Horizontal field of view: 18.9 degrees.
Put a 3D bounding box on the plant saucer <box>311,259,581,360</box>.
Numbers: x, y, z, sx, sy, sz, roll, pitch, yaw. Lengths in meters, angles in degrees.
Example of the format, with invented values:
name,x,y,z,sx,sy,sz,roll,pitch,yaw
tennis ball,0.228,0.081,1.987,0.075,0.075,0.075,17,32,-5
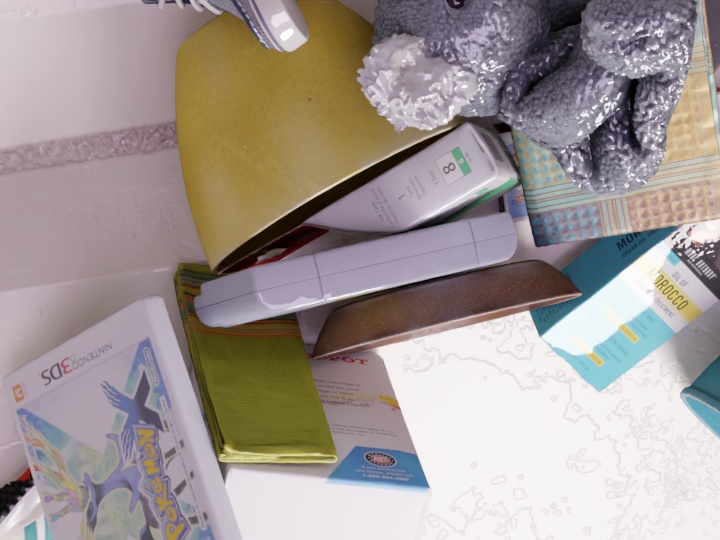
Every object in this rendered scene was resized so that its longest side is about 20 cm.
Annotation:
name,x,y,z,sx,sy,sz,roll,pitch,yaw
plant saucer,0.058,0.026,1.545,0.198,0.200,0.035,-12,86,-5

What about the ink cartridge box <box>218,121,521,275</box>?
name,x,y,z,sx,sy,sz,roll,pitch,yaw
ink cartridge box,0.012,-0.032,1.504,0.199,0.161,0.050,-32,86,10

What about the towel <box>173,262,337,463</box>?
name,x,y,z,sx,sy,sz,roll,pitch,yaw
towel,-0.075,0.062,1.516,0.085,0.201,0.018,1,127,-16

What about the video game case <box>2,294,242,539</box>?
name,x,y,z,sx,sy,sz,roll,pitch,yaw
video game case,-0.165,0.140,1.494,0.022,0.182,0.202,-11,78,-45

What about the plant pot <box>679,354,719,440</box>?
name,x,y,z,sx,sy,sz,roll,pitch,yaw
plant pot,0.374,0.082,1.626,0.200,0.200,0.188,40,87,-23

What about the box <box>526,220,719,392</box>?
name,x,y,z,sx,sy,sz,roll,pitch,yaw
box,0.226,-0.002,1.611,0.200,0.049,0.082,-39,124,15

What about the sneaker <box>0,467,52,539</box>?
name,x,y,z,sx,sy,sz,roll,pitch,yaw
sneaker,-0.224,0.188,1.615,0.093,0.070,0.200,42,98,-18

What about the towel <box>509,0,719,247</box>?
name,x,y,z,sx,sy,sz,roll,pitch,yaw
towel,0.172,-0.117,1.486,0.145,0.022,0.201,-8,117,11

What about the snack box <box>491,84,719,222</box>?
name,x,y,z,sx,sy,sz,roll,pitch,yaw
snack box,0.198,-0.088,1.597,0.198,0.024,0.072,-10,114,-6

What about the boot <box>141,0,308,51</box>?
name,x,y,z,sx,sy,sz,roll,pitch,yaw
boot,-0.103,-0.189,1.403,0.090,0.201,0.073,-32,134,4

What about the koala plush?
name,x,y,z,sx,sy,sz,roll,pitch,yaw
koala plush,0.098,-0.141,1.378,0.198,0.178,0.185,6,129,-2

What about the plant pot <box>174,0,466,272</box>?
name,x,y,z,sx,sy,sz,roll,pitch,yaw
plant pot,-0.047,-0.110,1.466,0.199,0.200,0.143,-30,87,3

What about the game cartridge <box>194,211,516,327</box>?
name,x,y,z,sx,sy,sz,roll,pitch,yaw
game cartridge,0.000,0.000,1.462,0.199,0.133,0.041,-13,85,-25

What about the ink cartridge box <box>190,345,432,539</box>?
name,x,y,z,sx,sy,sz,roll,pitch,yaw
ink cartridge box,-0.050,0.160,1.564,0.145,0.200,0.147,7,114,-13

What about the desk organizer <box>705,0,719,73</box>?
name,x,y,z,sx,sy,sz,roll,pitch,yaw
desk organizer,0.174,-0.217,1.503,0.200,0.077,0.072,41,80,-14
